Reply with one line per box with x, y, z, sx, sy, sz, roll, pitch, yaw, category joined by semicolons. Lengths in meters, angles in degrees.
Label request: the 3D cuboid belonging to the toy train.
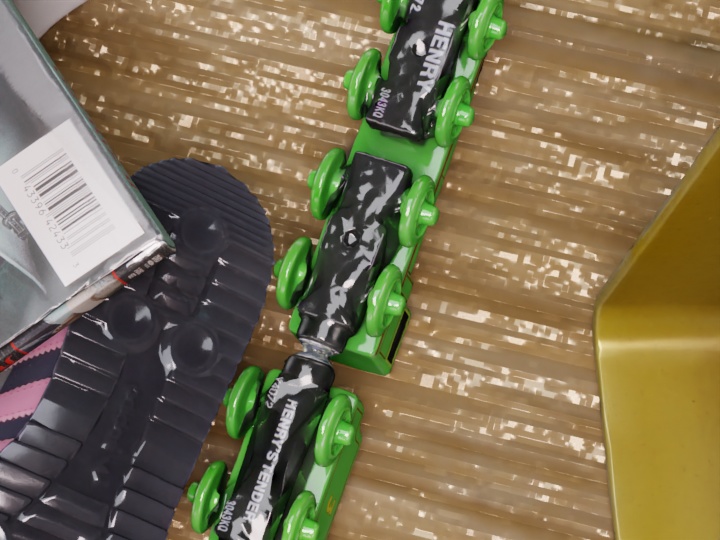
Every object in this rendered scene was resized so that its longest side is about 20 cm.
0.000;0.000;0.858;0.042;0.056;0.201;18;79;15;toy train

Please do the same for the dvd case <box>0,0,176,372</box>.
-0.171;-0.007;0.800;0.200;0.022;0.146;-36;77;2;dvd case

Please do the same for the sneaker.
-0.089;0.065;0.826;0.070;0.082;0.200;34;67;-8;sneaker

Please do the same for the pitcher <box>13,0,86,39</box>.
-0.142;-0.154;0.885;0.171;0.121;0.200;-41;86;-13;pitcher

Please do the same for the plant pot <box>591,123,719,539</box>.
0.173;0.076;0.762;0.176;0.200;0.201;-4;75;-7;plant pot
